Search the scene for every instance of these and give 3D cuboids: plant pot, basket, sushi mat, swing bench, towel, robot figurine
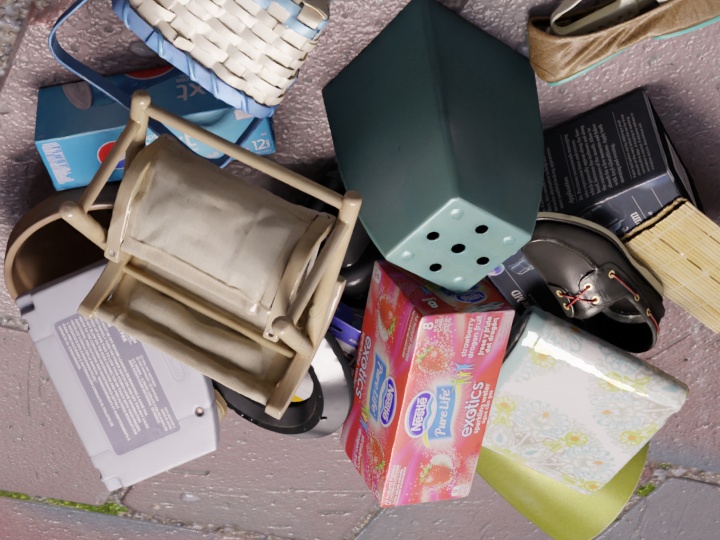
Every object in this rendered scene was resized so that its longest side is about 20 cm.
[{"bbox_3d":[0.070,-0.093,1.174,0.141,0.201,0.141,24,132,-33],"label":"plant pot"},{"bbox_3d":[-0.122,-0.185,1.073,0.176,0.140,0.200,37,118,-23],"label":"basket"},{"bbox_3d":[0.191,0.182,1.568,0.199,0.188,0.187,30,130,-17],"label":"plant pot"},{"bbox_3d":[0.323,0.000,1.304,0.095,0.012,0.199,-34,134,29],"label":"sushi mat"},{"bbox_3d":[-0.119,-0.007,1.107,0.198,0.130,0.200,26,156,7],"label":"swing bench"},{"bbox_3d":[-0.230,-0.028,1.293,0.199,0.093,0.202,-5,141,-4],"label":"plant pot"},{"bbox_3d":[0.198,0.131,1.351,0.170,0.048,0.201,24,138,-6],"label":"towel"},{"bbox_3d":[0.000,0.002,1.336,0.124,0.151,0.201,-25,139,2],"label":"robot figurine"}]

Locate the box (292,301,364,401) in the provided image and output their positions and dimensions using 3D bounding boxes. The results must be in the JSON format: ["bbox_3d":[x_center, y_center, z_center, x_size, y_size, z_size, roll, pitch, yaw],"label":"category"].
[{"bbox_3d":[-0.050,0.070,1.326,0.118,0.042,0.200,30,149,-6],"label":"box"}]

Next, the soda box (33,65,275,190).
[{"bbox_3d":[-0.177,-0.130,1.196,0.198,0.068,0.064,-9,140,3],"label":"soda box"}]

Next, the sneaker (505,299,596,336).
[{"bbox_3d":[0.213,0.093,1.462,0.113,0.075,0.202,-2,99,-19],"label":"sneaker"}]

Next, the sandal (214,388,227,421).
[{"bbox_3d":[-0.222,0.105,1.301,0.199,0.054,0.080,28,152,-16],"label":"sandal"}]

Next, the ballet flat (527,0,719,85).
[{"bbox_3d":[0.229,-0.224,1.161,0.198,0.068,0.073,-20,120,21],"label":"ballet flat"}]

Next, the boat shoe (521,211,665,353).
[{"bbox_3d":[0.211,0.011,1.255,0.073,0.064,0.201,-15,142,40],"label":"boat shoe"}]

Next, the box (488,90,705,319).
[{"bbox_3d":[0.215,-0.053,1.319,0.199,0.108,0.148,-23,139,20],"label":"box"}]

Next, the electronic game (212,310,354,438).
[{"bbox_3d":[-0.091,0.075,1.262,0.199,0.042,0.201,23,139,22],"label":"electronic game"}]

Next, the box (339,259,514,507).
[{"bbox_3d":[0.055,0.097,1.222,0.095,0.100,0.202,-3,121,-26],"label":"box"}]

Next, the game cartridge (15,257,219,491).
[{"bbox_3d":[-0.210,0.088,1.249,0.132,0.041,0.202,-21,103,8],"label":"game cartridge"}]
